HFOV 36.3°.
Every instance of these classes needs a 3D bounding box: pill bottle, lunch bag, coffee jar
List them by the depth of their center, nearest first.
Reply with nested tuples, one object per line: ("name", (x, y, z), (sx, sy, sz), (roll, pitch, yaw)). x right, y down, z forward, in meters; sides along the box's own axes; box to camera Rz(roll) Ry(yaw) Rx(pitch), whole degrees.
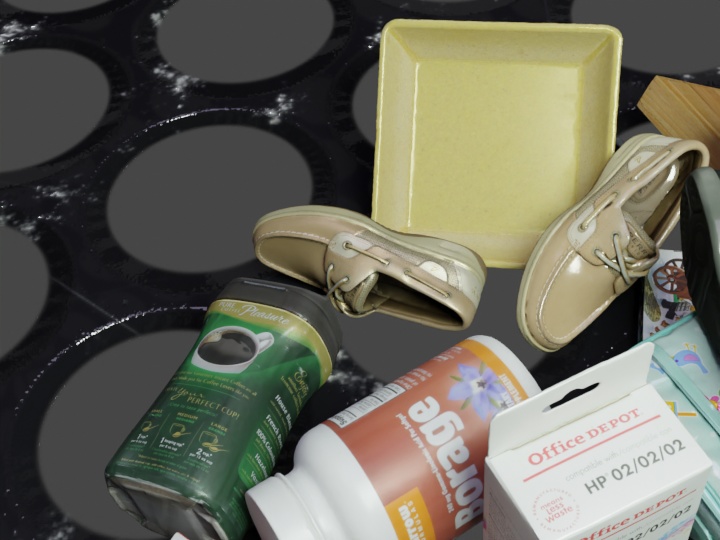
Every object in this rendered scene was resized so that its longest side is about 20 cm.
("lunch bag", (0.264, 0.113, 0.708), (0.159, 0.077, 0.200), (-24, 51, -15))
("pill bottle", (0.028, 0.137, 0.741), (0.199, 0.113, 0.112), (-29, 52, -17))
("coffee jar", (-0.093, 0.097, 0.804), (0.103, 0.086, 0.201), (9, 51, 27))

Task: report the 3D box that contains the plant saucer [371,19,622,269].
("plant saucer", (0.113, -0.104, 0.926), (0.198, 0.048, 0.202), (4, 93, 9))

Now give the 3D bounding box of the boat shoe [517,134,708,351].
("boat shoe", (0.193, -0.024, 0.843), (0.201, 0.071, 0.064), (-55, 24, -9))

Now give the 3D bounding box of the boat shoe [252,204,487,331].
("boat shoe", (0.000, 0.000, 0.888), (0.198, 0.072, 0.065), (11, 50, 13))

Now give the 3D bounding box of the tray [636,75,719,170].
("tray", (0.327, -0.087, 0.923), (0.098, 0.037, 0.201), (3, 42, -33))

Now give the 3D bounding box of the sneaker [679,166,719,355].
("sneaker", (0.276, 0.013, 0.695), (0.113, 0.077, 0.201), (-11, 52, -5))

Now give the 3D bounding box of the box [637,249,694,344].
("box", (0.275, 0.075, 0.816), (0.135, 0.038, 0.201), (5, 50, 10))

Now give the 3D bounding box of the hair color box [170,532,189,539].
("hair color box", (-0.121, 0.270, 0.636), (0.110, 0.064, 0.201), (21, 65, 41))

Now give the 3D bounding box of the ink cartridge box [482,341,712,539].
("ink cartridge box", (0.138, 0.145, 0.664), (0.114, 0.201, 0.068), (-23, 51, -13))

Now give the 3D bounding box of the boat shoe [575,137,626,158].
("boat shoe", (0.194, -0.116, 0.972), (0.199, 0.063, 0.073), (29, 58, 27))
